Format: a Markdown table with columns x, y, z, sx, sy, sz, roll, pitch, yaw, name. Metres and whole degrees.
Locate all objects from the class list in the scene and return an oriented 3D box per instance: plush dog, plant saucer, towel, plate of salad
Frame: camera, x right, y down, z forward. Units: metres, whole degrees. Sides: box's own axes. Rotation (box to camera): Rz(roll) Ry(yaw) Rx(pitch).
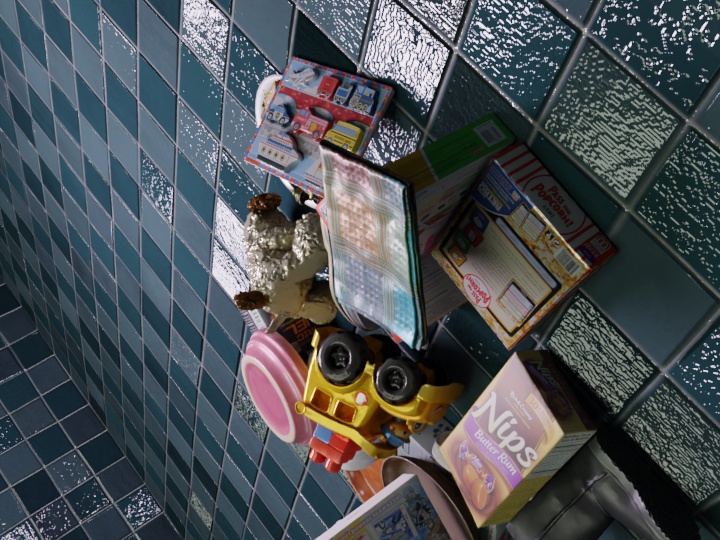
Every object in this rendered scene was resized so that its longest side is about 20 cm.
| x | y | z | sx | sy | sz | roll | pitch | yaw | name |
| --- | --- | --- | --- | --- | --- | --- | --- | --- | --- |
| -0.125 | -0.020 | 1.349 | 0.200 | 0.160 | 0.172 | 83 | 167 | -45 | plush dog |
| 0.040 | 0.359 | 1.540 | 0.200 | 0.032 | 0.201 | 38 | 145 | 33 | plant saucer |
| -0.124 | 0.188 | 1.393 | 0.200 | 0.051 | 0.201 | 43 | 148 | 36 | plant saucer |
| 0.106 | 0.346 | 1.298 | 0.200 | 0.032 | 0.201 | 38 | 145 | 34 | plant saucer |
| 0.011 | -0.024 | 0.936 | 0.147 | 0.022 | 0.200 | 31 | 139 | 43 | towel |
| -0.094 | -0.172 | 1.251 | 0.200 | 0.048 | 0.200 | 37 | 143 | 34 | plate of salad |

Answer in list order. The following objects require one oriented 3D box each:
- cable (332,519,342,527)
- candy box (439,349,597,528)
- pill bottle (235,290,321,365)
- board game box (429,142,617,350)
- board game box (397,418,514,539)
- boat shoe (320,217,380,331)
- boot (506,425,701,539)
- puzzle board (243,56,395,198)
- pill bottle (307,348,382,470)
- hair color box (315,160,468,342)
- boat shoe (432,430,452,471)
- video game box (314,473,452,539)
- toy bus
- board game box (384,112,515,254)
| x | y | z | sx | sy | sz | roll | pitch | yaw | name |
| --- | --- | --- | --- | --- | --- | --- | --- | --- | --- |
| 0.045 | 0.467 | 1.500 | 0.199 | 0.069 | 0.200 | 3 | 151 | 15 | cable |
| 0.179 | 0.200 | 1.067 | 0.200 | 0.056 | 0.117 | -60 | 43 | 37 | candy box |
| -0.114 | 0.111 | 1.479 | 0.200 | 0.106 | 0.106 | 61 | 151 | -3 | pill bottle |
| 0.167 | -0.020 | 0.981 | 0.152 | 0.046 | 0.200 | 52 | 150 | 13 | board game box |
| 0.141 | 0.315 | 1.310 | 0.200 | 0.064 | 0.148 | 39 | 146 | 35 | board game box |
| 0.000 | 0.000 | 1.233 | 0.068 | 0.075 | 0.200 | 18 | 133 | 52 | boat shoe |
| 0.272 | 0.300 | 1.035 | 0.165 | 0.066 | 0.200 | 56 | 133 | 29 | boot |
| -0.059 | -0.179 | 1.117 | 0.200 | 0.151 | 0.017 | 28 | -177 | 44 | puzzle board |
| -0.017 | 0.210 | 1.407 | 0.116 | 0.116 | 0.200 | 33 | 142 | 39 | pill bottle |
| 0.042 | -0.024 | 1.118 | 0.200 | 0.101 | 0.061 | 60 | 151 | 2 | hair color box |
| 0.175 | 0.237 | 1.186 | 0.200 | 0.071 | 0.069 | 9 | 124 | 43 | boat shoe |
| 0.037 | 0.408 | 1.225 | 0.183 | 0.200 | 0.047 | 62 | 153 | -5 | video game box |
| 0.013 | 0.189 | 1.218 | 0.200 | 0.136 | 0.192 | 21 | 92 | 28 | toy bus |
| 0.068 | -0.070 | 0.984 | 0.040 | 0.153 | 0.200 | 52 | 150 | 15 | board game box |
